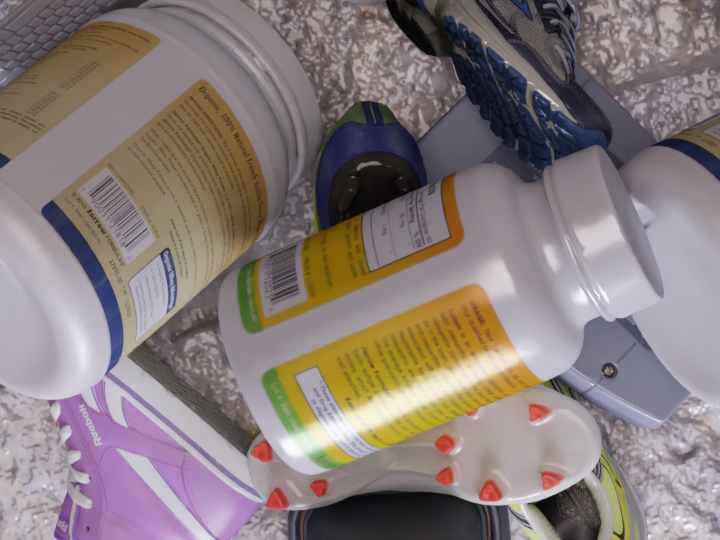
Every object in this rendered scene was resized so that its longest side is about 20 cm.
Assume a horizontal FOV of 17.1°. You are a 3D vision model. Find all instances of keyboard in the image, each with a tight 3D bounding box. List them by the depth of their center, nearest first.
[{"bbox_3d":[-0.182,-0.121,1.284,0.200,0.056,0.011,-35,72,28],"label":"keyboard"}]

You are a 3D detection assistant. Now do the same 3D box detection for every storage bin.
[{"bbox_3d":[0.011,0.212,1.283,0.145,0.134,0.200,-3,92,4],"label":"storage bin"}]

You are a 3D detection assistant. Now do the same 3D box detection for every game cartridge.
[{"bbox_3d":[0.119,-0.017,1.291,0.200,0.040,0.133,46,71,1],"label":"game cartridge"}]

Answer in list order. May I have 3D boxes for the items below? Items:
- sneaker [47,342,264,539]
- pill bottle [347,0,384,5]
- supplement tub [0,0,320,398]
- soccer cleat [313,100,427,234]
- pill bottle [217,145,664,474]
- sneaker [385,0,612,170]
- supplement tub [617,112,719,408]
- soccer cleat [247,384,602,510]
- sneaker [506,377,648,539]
[{"bbox_3d":[-0.153,0.089,1.321,0.200,0.073,0.114,43,98,1],"label":"sneaker"},{"bbox_3d":[0.067,-0.208,1.177,0.200,0.110,0.110,-21,92,32],"label":"pill bottle"},{"bbox_3d":[-0.128,-0.045,1.234,0.144,0.144,0.200,47,57,1],"label":"supplement tub"},{"bbox_3d":[0.001,0.000,1.287,0.065,0.084,0.200,3,130,-7],"label":"soccer cleat"},{"bbox_3d":[0.041,0.015,1.174,0.200,0.111,0.111,-23,91,14],"label":"pill bottle"},{"bbox_3d":[0.083,-0.133,1.252,0.085,0.077,0.200,-30,50,-8],"label":"sneaker"},{"bbox_3d":[0.241,-0.030,1.224,0.200,0.144,0.145,-26,91,-18],"label":"supplement tub"},{"bbox_3d":[0.035,0.088,1.259,0.200,0.078,0.069,-8,98,24],"label":"soccer cleat"},{"bbox_3d":[0.092,0.082,1.298,0.075,0.076,0.200,-37,89,7],"label":"sneaker"}]
